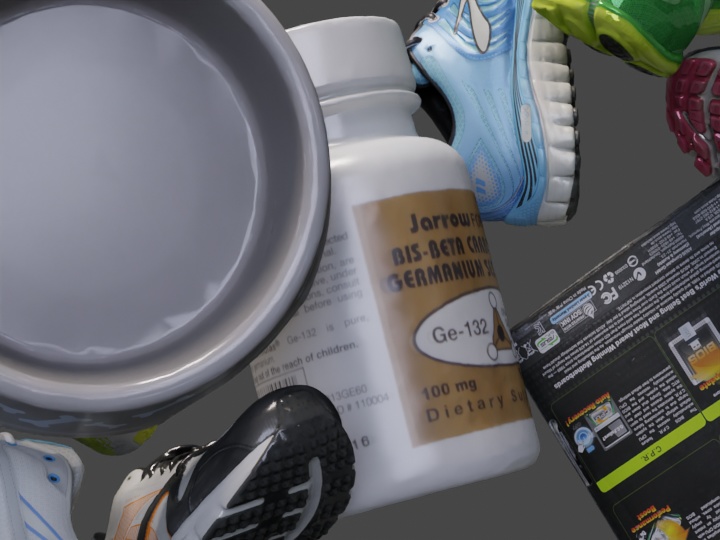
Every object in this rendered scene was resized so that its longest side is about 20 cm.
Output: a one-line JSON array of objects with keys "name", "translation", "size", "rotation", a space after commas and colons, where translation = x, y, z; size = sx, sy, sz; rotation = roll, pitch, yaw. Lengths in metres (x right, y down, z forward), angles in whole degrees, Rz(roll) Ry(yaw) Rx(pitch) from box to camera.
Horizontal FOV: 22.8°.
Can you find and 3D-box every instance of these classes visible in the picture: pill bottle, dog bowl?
[{"name": "pill bottle", "translation": [0.000, 0.000, 0.772], "size": [0.113, 0.114, 0.202], "rotation": [-14, 83, -2]}, {"name": "dog bowl", "translation": [-0.101, -0.036, 0.669], "size": [0.198, 0.059, 0.202], "rotation": [1, 87, -12]}]

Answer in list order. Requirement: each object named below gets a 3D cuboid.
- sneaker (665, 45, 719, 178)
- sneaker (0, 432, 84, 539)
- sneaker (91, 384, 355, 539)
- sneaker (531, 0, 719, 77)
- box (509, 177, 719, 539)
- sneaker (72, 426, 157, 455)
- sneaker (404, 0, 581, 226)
[{"name": "sneaker", "translation": [0.240, -0.071, 0.824], "size": [0.198, 0.081, 0.075], "rotation": [9, 44, 7]}, {"name": "sneaker", "translation": [-0.157, 0.085, 0.694], "size": [0.087, 0.075, 0.200], "rotation": [-39, 79, -27]}, {"name": "sneaker", "translation": [-0.068, 0.099, 0.729], "size": [0.073, 0.200, 0.080], "rotation": [-7, 59, -35]}, {"name": "sneaker", "translation": [0.137, -0.142, 0.787], "size": [0.074, 0.200, 0.084], "rotation": [29, 120, 18]}, {"name": "box", "translation": [0.188, 0.055, 0.759], "size": [0.200, 0.047, 0.194], "rotation": [-37, 75, 19]}, {"name": "sneaker", "translation": [-0.162, -0.003, 0.819], "size": [0.199, 0.076, 0.106], "rotation": [31, 77, 4]}, {"name": "sneaker", "translation": [0.051, -0.118, 0.839], "size": [0.089, 0.078, 0.202], "rotation": [-6, 73, 4]}]
